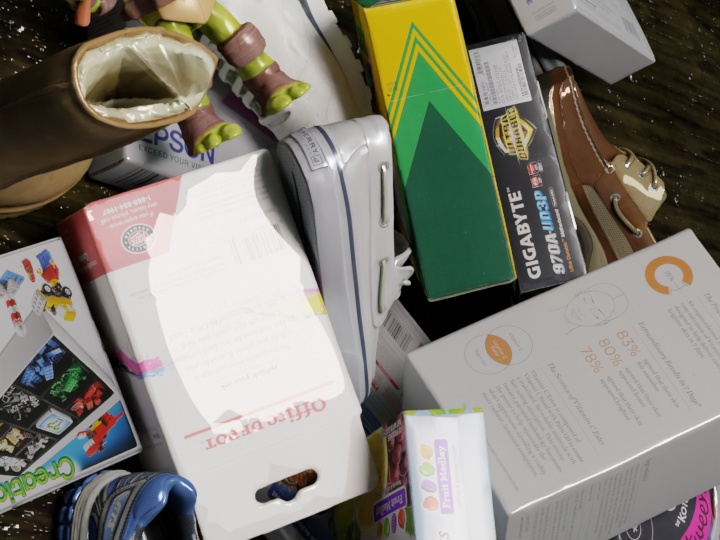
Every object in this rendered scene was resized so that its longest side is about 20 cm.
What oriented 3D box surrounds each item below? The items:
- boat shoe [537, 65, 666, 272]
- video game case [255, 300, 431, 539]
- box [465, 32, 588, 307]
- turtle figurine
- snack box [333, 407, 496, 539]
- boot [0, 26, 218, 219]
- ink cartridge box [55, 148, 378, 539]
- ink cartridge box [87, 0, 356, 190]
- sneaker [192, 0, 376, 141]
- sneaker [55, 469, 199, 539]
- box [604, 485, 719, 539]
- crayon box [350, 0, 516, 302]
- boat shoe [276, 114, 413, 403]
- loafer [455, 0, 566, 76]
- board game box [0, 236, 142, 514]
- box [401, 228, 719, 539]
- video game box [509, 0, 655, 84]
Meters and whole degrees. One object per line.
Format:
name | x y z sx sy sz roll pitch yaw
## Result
boat shoe | 0.174 -0.052 1.576 0.076 0.074 0.200 -93 164 -64
video game case | 0.005 0.113 1.396 0.143 0.018 0.200 52 43 -21
box | 0.104 -0.054 1.468 0.200 0.046 0.159 65 11 -82
turtle figurine | -0.107 -0.146 1.250 0.200 0.064 0.161 -34 101 -41
snack box | 0.032 0.189 1.269 0.053 0.142 0.200 0 73 -17
boot | -0.146 -0.075 1.158 0.175 0.200 0.066 -23 95 -50
ink cartridge box | -0.078 0.047 1.260 0.116 0.067 0.200 -19 89 -24
ink cartridge box | -0.080 -0.127 1.380 0.196 0.043 0.200 17 64 -44
sneaker | -0.058 -0.130 1.331 0.080 0.076 0.200 -24 87 -38
sneaker | -0.104 0.199 1.185 0.077 0.085 0.200 -5 79 -49
box | 0.161 0.131 1.475 0.115 0.132 0.200 38 49 -34
crayon box | 0.040 -0.085 1.379 0.200 0.058 0.173 -108 -176 -81
boat shoe | 0.000 0.000 1.295 0.067 0.200 0.074 -19 46 -15
loafer | 0.071 -0.196 1.564 0.200 0.063 0.072 55 5 -13
board game box | -0.209 0.066 1.159 0.200 0.035 0.126 -21 90 -50
box | 0.140 0.082 1.353 0.200 0.098 0.124 -23 59 -16
video game box | 0.126 -0.231 1.580 0.200 0.047 0.182 14 52 -67
